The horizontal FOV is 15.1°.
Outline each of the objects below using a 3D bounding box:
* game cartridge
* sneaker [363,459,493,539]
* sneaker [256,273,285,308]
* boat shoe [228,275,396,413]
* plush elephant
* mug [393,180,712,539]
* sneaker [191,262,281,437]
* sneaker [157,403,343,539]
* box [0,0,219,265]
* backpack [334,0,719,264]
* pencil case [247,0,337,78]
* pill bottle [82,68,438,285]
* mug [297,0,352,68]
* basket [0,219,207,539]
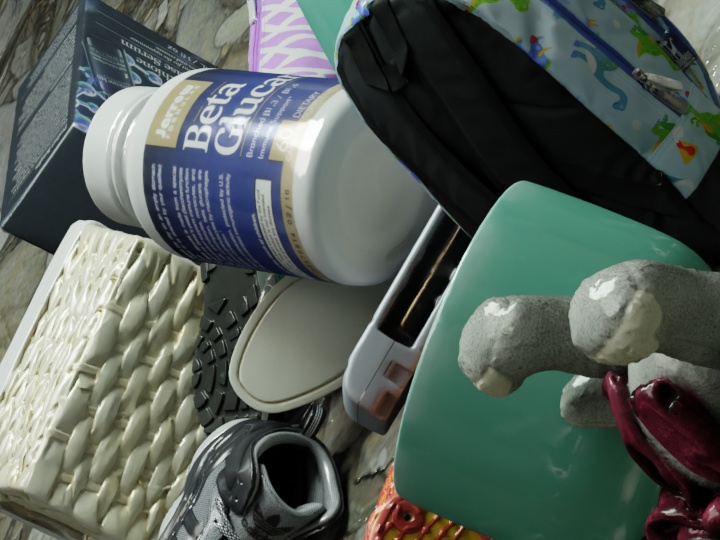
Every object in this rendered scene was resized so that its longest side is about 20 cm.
[{"bbox_3d":[0.049,-0.007,1.463,0.201,0.041,0.133,-60,0,-8],"label":"game cartridge"},{"bbox_3d":[0.045,0.110,1.369,0.201,0.073,0.077,-66,4,-33],"label":"sneaker"},{"bbox_3d":[-0.007,-0.017,1.660,0.201,0.077,0.091,-62,3,-10],"label":"sneaker"},{"bbox_3d":[0.000,0.000,1.577,0.200,0.075,0.062,-52,5,2],"label":"boat shoe"},{"bbox_3d":[0.142,0.086,1.039,0.165,0.199,0.156,165,107,-65],"label":"plush elephant"},{"bbox_3d":[0.103,0.040,1.200,0.185,0.114,0.152,-58,-18,-36],"label":"mug"},{"bbox_3d":[-0.050,0.023,1.703,0.076,0.087,0.201,-8,80,50],"label":"sneaker"},{"bbox_3d":[-0.074,0.164,1.547,0.114,0.075,0.201,-32,32,58],"label":"sneaker"},{"bbox_3d":[-0.173,-0.087,2.011,0.107,0.148,0.200,-51,23,27],"label":"box"},{"bbox_3d":[0.081,-0.087,1.324,0.163,0.199,0.154,-29,36,56],"label":"backpack"},{"bbox_3d":[-0.045,-0.134,1.857,0.084,0.085,0.201,-47,25,31],"label":"pencil case"},{"bbox_3d":[-0.061,-0.056,1.527,0.199,0.111,0.112,8,69,42],"label":"pill bottle"},{"bbox_3d":[0.063,-0.162,1.543,0.184,0.115,0.152,-26,5,29],"label":"mug"},{"bbox_3d":[-0.155,0.080,1.771,0.123,0.135,0.201,-1,62,65],"label":"basket"}]
